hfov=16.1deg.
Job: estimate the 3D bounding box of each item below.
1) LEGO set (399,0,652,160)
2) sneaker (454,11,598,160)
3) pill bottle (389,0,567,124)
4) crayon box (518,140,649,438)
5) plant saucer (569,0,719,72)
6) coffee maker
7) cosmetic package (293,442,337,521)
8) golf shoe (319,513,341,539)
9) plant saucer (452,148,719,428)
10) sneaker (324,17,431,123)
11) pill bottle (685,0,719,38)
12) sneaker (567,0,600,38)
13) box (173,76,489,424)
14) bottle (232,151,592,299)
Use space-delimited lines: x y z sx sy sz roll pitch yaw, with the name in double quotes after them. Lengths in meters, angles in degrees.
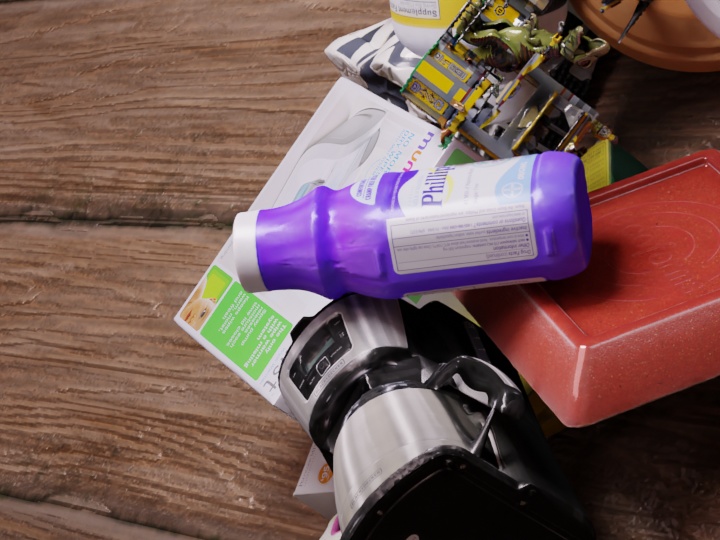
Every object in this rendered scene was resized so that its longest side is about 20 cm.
0.119 -0.130 1.475 0.200 0.116 0.154 -53 -3 -10 "LEGO set"
0.122 -0.140 1.734 0.200 0.074 0.080 -55 17 -11 "sneaker"
0.071 -0.197 1.586 0.112 0.201 0.112 -6 18 2 "pill bottle"
0.122 0.028 1.568 0.127 0.051 0.200 -31 37 34 "crayon box"
0.217 -0.223 1.592 0.199 0.037 0.201 -5 70 13 "plant saucer"
0.049 0.126 1.426 0.134 0.192 0.200 -29 30 5 "coffee maker"
0.028 0.067 1.661 0.082 0.051 0.200 -12 50 50 "cosmetic package"
0.022 0.186 1.531 0.200 0.075 0.092 -3 54 52 "golf shoe"
0.168 -0.002 1.446 0.199 0.037 0.200 -19 30 -11 "plant saucer"
0.056 -0.170 1.843 0.129 0.080 0.199 -38 8 -9 "sneaker"
0.280 -0.215 1.485 0.200 0.111 0.111 -35 20 -30 "pill bottle"
0.097 -0.207 1.679 0.108 0.067 0.202 -35 71 13 "sneaker"
0.000 0.000 1.623 0.200 0.097 0.176 -55 29 1 "box"
0.029 -0.022 1.432 0.199 0.065 0.084 -6 22 12 "bottle"
